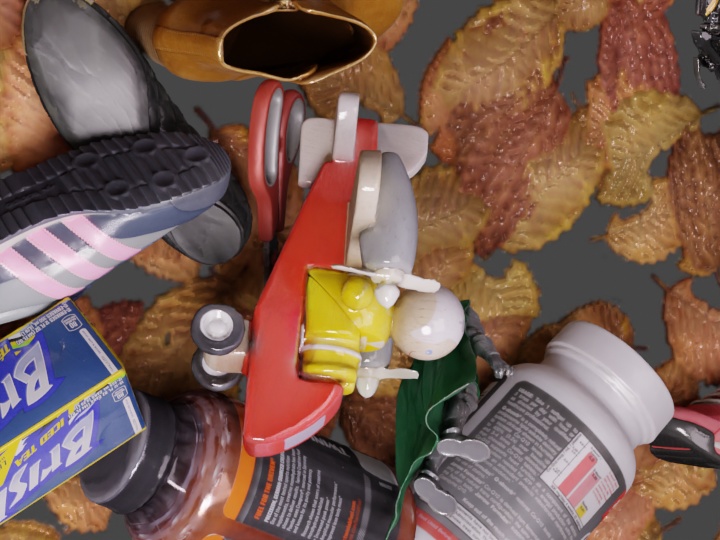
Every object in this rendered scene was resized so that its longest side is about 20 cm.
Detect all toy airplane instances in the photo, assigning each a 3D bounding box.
[{"bbox_3d":[0.000,0.000,1.285,0.141,0.200,0.200,24,113,6],"label":"toy airplane"}]

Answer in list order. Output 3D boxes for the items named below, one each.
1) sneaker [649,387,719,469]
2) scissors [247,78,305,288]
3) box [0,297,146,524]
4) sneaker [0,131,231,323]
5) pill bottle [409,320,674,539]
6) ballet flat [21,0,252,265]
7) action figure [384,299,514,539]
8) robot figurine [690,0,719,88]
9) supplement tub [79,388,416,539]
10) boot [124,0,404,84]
[{"bbox_3d":[0.277,0.103,1.585,0.200,0.074,0.087,12,83,-41],"label":"sneaker"},{"bbox_3d":[-0.058,-0.018,1.342,0.073,0.014,0.201,-25,123,-71],"label":"scissors"},{"bbox_3d":[-0.221,0.104,1.215,0.200,0.064,0.070,-34,149,-14],"label":"box"},{"bbox_3d":[-0.165,-0.015,1.246,0.199,0.070,0.082,-18,134,-8],"label":"sneaker"},{"bbox_3d":[0.108,0.134,1.440,0.200,0.116,0.116,-45,120,-17],"label":"pill bottle"},{"bbox_3d":[-0.134,-0.083,1.286,0.066,0.057,0.200,-32,114,7],"label":"ballet flat"},{"bbox_3d":[0.056,0.074,1.365,0.055,0.200,0.118,27,115,-8],"label":"action figure"},{"bbox_3d":[0.303,-0.143,1.547,0.145,0.058,0.201,-25,113,-28],"label":"robot figurine"},{"bbox_3d":[-0.069,0.137,1.328,0.200,0.107,0.107,26,85,-33],"label":"supplement tub"},{"bbox_3d":[-0.025,-0.140,1.278,0.200,0.144,0.071,-13,108,-31],"label":"boot"}]
